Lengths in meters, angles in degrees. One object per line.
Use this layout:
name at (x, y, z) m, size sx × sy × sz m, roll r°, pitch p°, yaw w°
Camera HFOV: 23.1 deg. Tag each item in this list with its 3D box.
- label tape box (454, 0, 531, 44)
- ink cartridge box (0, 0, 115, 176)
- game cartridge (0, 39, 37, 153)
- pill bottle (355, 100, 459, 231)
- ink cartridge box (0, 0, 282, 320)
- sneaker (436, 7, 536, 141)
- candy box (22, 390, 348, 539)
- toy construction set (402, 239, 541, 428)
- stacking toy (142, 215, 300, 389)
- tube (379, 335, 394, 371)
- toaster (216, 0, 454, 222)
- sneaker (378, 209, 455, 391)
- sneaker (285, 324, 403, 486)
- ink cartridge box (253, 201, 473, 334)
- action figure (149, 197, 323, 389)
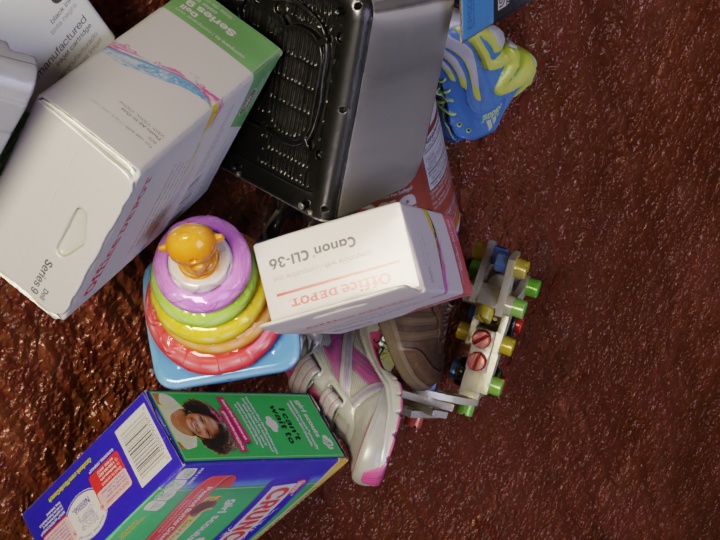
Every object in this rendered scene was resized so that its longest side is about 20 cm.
label tape box at (0.106, -0.271, 1.285) m, size 0.199 × 0.063 × 0.146 m, roll -34°, pitch 132°, yaw -41°
ink cartridge box at (-0.261, -0.163, 1.075) m, size 0.147 × 0.083 × 0.200 m, roll -53°, pitch 144°, yaw -14°
game cartridge at (-0.288, -0.069, 1.036) m, size 0.132 × 0.041 × 0.200 m, roll 15°, pitch 135°, yaw -27°
pill bottle at (0.014, -0.102, 1.444) m, size 0.112 × 0.112 × 0.201 m, roll -43°, pitch 140°, yaw -26°
ink cartridge box at (-0.154, -0.081, 1.170) m, size 0.146 × 0.087 × 0.200 m, roll -56°, pitch 178°, yaw 39°
sneaker at (0.087, -0.165, 1.530) m, size 0.199 × 0.075 × 0.106 m, roll 17°, pitch 99°, yaw -56°
candy box at (-0.137, 0.171, 1.398) m, size 0.169 × 0.077 × 0.199 m, roll -44°, pitch 154°, yaw 27°
toy construction set at (0.110, 0.069, 1.696) m, size 0.201 × 0.092 × 0.131 m, roll -59°, pitch 170°, yaw 7°
stacking toy at (-0.110, 0.004, 1.245) m, size 0.200 × 0.115 × 0.111 m, roll 78°, pitch 3°, yaw -72°
tube at (0.024, 0.053, 1.615) m, size 0.058 × 0.052 × 0.201 m, roll 26°, pitch 97°, yaw -15°
toaster at (-0.043, -0.162, 1.275) m, size 0.118 × 0.180 × 0.202 m, roll -21°, pitch 129°, yaw -47°
sneaker at (0.051, 0.027, 1.447) m, size 0.075 × 0.071 × 0.201 m, roll -17°, pitch 139°, yaw 8°
sneaker at (-0.020, 0.099, 1.489) m, size 0.087 × 0.201 × 0.082 m, roll 1°, pitch 135°, yaw -16°
ink cartridge box at (0.000, 0.000, 1.269) m, size 0.200 × 0.115 × 0.068 m, roll 6°, pitch 68°, yaw -75°
action figure at (-0.084, 0.028, 1.403) m, size 0.201 × 0.118 × 0.102 m, roll -55°, pitch 140°, yaw -22°
